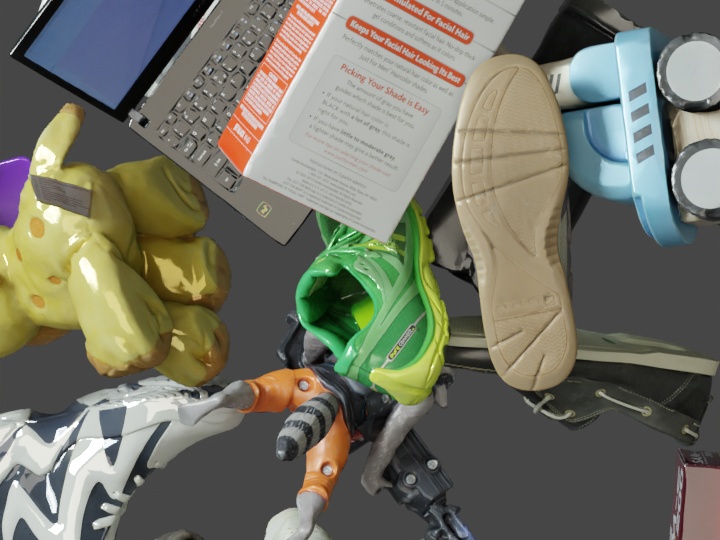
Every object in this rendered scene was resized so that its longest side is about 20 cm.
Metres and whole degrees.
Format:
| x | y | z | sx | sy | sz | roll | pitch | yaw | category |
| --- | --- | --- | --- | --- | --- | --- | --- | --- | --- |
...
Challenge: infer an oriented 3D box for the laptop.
| x | y | z | sx | sy | sz | roll | pitch | yaw | category |
| --- | --- | --- | --- | --- | --- | --- | --- | --- | --- |
| -0.074 | -0.140 | 1.332 | 0.200 | 0.103 | 0.178 | 38 | 96 | -3 | laptop |

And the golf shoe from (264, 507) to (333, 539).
| x | y | z | sx | sy | sz | roll | pitch | yaw | category |
| --- | --- | --- | --- | --- | --- | --- | --- | --- | --- |
| -0.034 | 0.249 | 1.463 | 0.075 | 0.092 | 0.201 | -4 | 116 | -11 | golf shoe |

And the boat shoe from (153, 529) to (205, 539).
| x | y | z | sx | sy | sz | roll | pitch | yaw | category |
| --- | --- | --- | --- | --- | --- | --- | --- | --- | --- |
| -0.096 | 0.266 | 1.411 | 0.071 | 0.061 | 0.202 | -15 | 78 | -34 | boat shoe |

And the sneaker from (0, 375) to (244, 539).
| x | y | z | sx | sy | sz | roll | pitch | yaw | category |
| --- | --- | --- | --- | --- | --- | --- | --- | --- | --- |
| -0.161 | 0.148 | 1.457 | 0.198 | 0.080 | 0.130 | -13 | 99 | -1 | sneaker |

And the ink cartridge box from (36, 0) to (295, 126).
| x | y | z | sx | sy | sz | roll | pitch | yaw | category |
| --- | --- | --- | --- | --- | --- | --- | --- | --- | --- |
| -0.097 | -0.174 | 1.424 | 0.199 | 0.084 | 0.145 | 21 | 96 | 1 | ink cartridge box |

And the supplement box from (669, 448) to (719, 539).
| x | y | z | sx | sy | sz | roll | pitch | yaw | category |
| --- | --- | --- | --- | --- | --- | --- | --- | --- | --- |
| 0.303 | 0.182 | 1.440 | 0.198 | 0.061 | 0.110 | 4 | 95 | 4 | supplement box |

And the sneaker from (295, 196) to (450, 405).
| x | y | z | sx | sy | sz | roll | pitch | yaw | category |
| --- | --- | --- | --- | --- | --- | --- | --- | --- | --- |
| 0.000 | 0.000 | 1.383 | 0.083 | 0.200 | 0.074 | 15 | 121 | -24 | sneaker |

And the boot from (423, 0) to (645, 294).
| x | y | z | sx | sy | sz | roll | pitch | yaw | category |
| --- | --- | --- | --- | --- | --- | --- | --- | --- | --- |
| 0.148 | -0.056 | 1.426 | 0.164 | 0.066 | 0.201 | 33 | 90 | 12 | boot |

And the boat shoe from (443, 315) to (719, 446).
| x | y | z | sx | sy | sz | roll | pitch | yaw | category |
| --- | --- | --- | --- | --- | --- | --- | --- | --- | --- |
| 0.134 | 0.071 | 1.420 | 0.199 | 0.072 | 0.068 | 11 | 101 | -16 | boat shoe |

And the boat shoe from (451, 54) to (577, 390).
| x | y | z | sx | sy | sz | roll | pitch | yaw | category |
| --- | --- | --- | --- | --- | --- | --- | --- | --- | --- |
| 0.094 | -0.030 | 1.333 | 0.071 | 0.065 | 0.201 | -9 | 97 | 0 | boat shoe |

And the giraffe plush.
| x | y | z | sx | sy | sz | roll | pitch | yaw | category |
| --- | --- | --- | --- | --- | --- | --- | --- | --- | --- |
| -0.200 | 0.008 | 1.416 | 0.162 | 0.200 | 0.174 | -25 | 52 | 28 | giraffe plush |

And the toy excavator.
| x | y | z | sx | sy | sz | roll | pitch | yaw | category |
| --- | --- | --- | --- | --- | --- | --- | --- | --- | --- |
| 0.142 | -0.106 | 1.360 | 0.199 | 0.100 | 0.196 | -9 | 85 | 19 | toy excavator |

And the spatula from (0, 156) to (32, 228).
| x | y | z | sx | sy | sz | roll | pitch | yaw | category |
| --- | --- | --- | --- | --- | --- | --- | --- | --- | --- |
| -0.257 | -0.106 | 1.470 | 0.056 | 0.021 | 0.201 | -21 | 92 | 9 | spatula |

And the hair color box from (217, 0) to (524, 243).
| x | y | z | sx | sy | sz | roll | pitch | yaw | category |
| --- | --- | --- | --- | --- | --- | --- | --- | --- | --- |
| 0.012 | -0.132 | 1.327 | 0.110 | 0.064 | 0.201 | 25 | 102 | -28 | hair color box |

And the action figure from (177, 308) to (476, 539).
| x | y | z | sx | sy | sz | roll | pitch | yaw | category |
| --- | --- | --- | --- | --- | --- | --- | --- | --- | --- |
| 0.006 | 0.103 | 1.401 | 0.200 | 0.105 | 0.193 | 47 | 52 | 8 | action figure |
